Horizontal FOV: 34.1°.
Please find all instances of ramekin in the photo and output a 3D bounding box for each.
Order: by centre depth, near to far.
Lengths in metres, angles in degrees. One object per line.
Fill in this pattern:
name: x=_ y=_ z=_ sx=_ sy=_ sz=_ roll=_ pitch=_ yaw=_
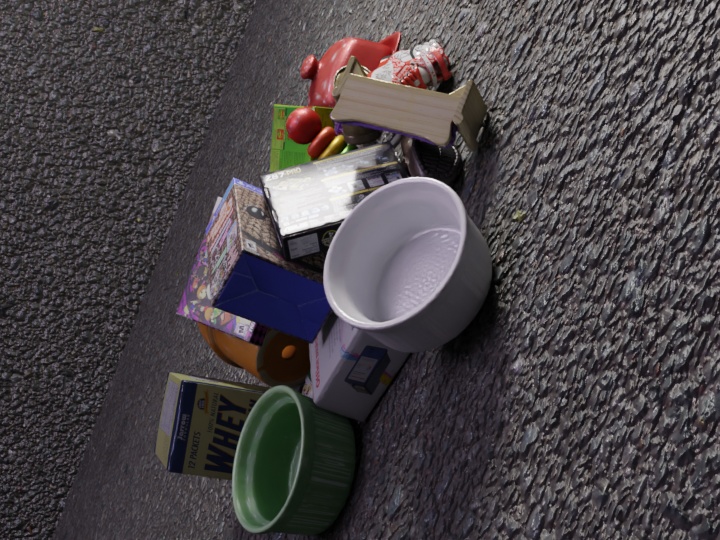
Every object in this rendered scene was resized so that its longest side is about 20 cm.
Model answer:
ramekin: x=0.062 y=-0.001 z=1.408 sx=0.198 sy=0.098 sz=0.203 roll=-19 pitch=52 yaw=27
ramekin: x=-0.090 y=0.269 z=1.626 sx=0.199 sy=0.097 sz=0.203 roll=-35 pitch=46 yaw=47

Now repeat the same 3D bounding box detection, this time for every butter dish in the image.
butter dish: x=-0.036 y=-0.331 z=2.059 sx=0.200 sy=0.146 sz=0.203 roll=-4 pitch=68 yaw=70

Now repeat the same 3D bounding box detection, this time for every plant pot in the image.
plant pot: x=-0.145 y=0.091 z=1.899 sx=0.183 sy=0.198 sz=0.203 roll=44 pitch=113 yaw=54

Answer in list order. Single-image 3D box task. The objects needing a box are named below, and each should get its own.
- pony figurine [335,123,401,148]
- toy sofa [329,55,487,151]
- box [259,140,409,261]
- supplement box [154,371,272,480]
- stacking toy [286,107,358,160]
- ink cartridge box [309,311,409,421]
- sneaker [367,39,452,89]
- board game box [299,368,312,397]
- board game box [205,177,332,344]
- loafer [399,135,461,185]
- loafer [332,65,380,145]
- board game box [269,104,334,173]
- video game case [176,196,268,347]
pony figurine: x=-0.009 y=-0.202 z=1.886 sx=0.201 sy=0.166 sz=0.193 roll=-54 pitch=27 yaw=-1
toy sofa: x=0.062 y=-0.211 z=1.577 sx=0.099 sy=0.197 sz=0.083 roll=-68 pitch=-26 yaw=-13
box: x=-0.028 y=-0.098 z=1.610 sx=0.162 sy=0.197 sz=0.050 roll=-115 pitch=12 yaw=-49
supplement box: x=-0.205 y=0.244 z=1.824 sx=0.200 sy=0.197 sz=0.137 roll=178 pitch=102 yaw=-74
stacking toy: x=-0.031 y=-0.165 z=1.754 sx=0.086 sy=0.200 sz=0.085 roll=-48 pitch=1 yaw=1
ink cartridge box: x=0.009 y=0.080 z=1.603 sx=0.201 sy=0.086 sz=0.146 roll=-57 pitch=22 yaw=29
sneaker: x=0.074 y=-0.283 z=1.725 sx=0.106 sy=0.068 sz=0.202 roll=-16 pitch=24 yaw=20
board game box: x=-0.060 y=0.211 z=1.768 sx=0.106 sy=0.023 sz=0.200 roll=-64 pitch=19 yaw=11
board game box: x=-0.124 y=-0.015 z=1.647 sx=0.098 sy=0.158 sz=0.201 roll=-57 pitch=25 yaw=24
loafer: x=0.095 y=-0.155 z=1.648 sx=0.201 sy=0.072 sz=0.072 roll=-94 pitch=19 yaw=-58
loafer: x=-0.003 y=-0.264 z=1.764 sx=0.201 sy=0.075 sz=0.068 roll=-102 pitch=4 yaw=-53
board game box: x=-0.094 y=-0.154 z=1.836 sx=0.101 sy=0.047 sz=0.204 roll=11 pitch=99 yaw=46
video game case: x=-0.189 y=-0.001 z=1.832 sx=0.180 sy=0.036 sz=0.203 roll=17 pitch=86 yaw=41
